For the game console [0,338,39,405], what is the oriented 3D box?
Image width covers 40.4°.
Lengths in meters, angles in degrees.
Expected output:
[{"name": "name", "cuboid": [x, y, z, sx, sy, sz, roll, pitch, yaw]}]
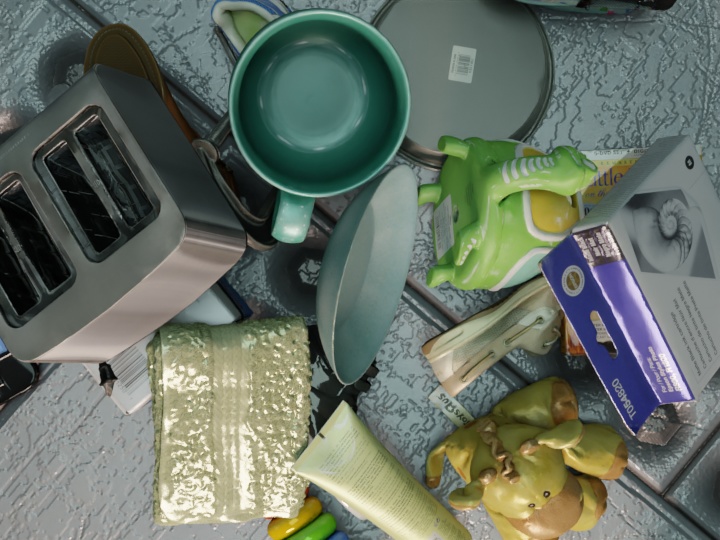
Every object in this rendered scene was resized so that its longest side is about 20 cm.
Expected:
[{"name": "game console", "cuboid": [-0.434, 0.063, 0.921, 0.172, 0.119, 0.201, -29, 90, 0]}]

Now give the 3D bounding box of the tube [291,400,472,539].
[{"name": "tube", "cuboid": [0.026, 0.209, 0.916, 0.052, 0.058, 0.200, -30, 119, 31]}]

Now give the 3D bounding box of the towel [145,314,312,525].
[{"name": "towel", "cuboid": [-0.112, 0.136, 0.861, 0.148, 0.036, 0.201, -3, 111, -17]}]

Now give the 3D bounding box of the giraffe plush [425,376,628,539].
[{"name": "giraffe plush", "cuboid": [0.152, 0.179, 0.895, 0.199, 0.162, 0.173, 28, 90, 0]}]

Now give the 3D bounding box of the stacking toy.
[{"name": "stacking toy", "cuboid": [-0.057, 0.253, 0.942, 0.085, 0.085, 0.200, -33, 85, 0]}]

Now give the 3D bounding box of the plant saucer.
[{"name": "plant saucer", "cuboid": [0.000, 0.000, 0.869, 0.039, 0.201, 0.202, 15, 90, 17]}]

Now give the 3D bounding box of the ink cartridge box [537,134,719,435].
[{"name": "ink cartridge box", "cuboid": [0.271, 0.012, 0.879, 0.200, 0.041, 0.200, -42, 111, -27]}]

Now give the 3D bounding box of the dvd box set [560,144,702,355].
[{"name": "dvd box set", "cuboid": [0.266, -0.020, 0.962, 0.146, 0.029, 0.201, -2, 90, 0]}]

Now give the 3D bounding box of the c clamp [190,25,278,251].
[{"name": "c clamp", "cuboid": [-0.112, -0.113, 0.897, 0.027, 0.200, 0.171, -23, 118, 21]}]

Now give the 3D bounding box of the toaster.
[{"name": "toaster", "cuboid": [-0.205, -0.031, 0.761, 0.181, 0.119, 0.200, -36, 78, 13]}]

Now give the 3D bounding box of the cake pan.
[{"name": "cake pan", "cuboid": [0.095, -0.198, 0.961, 0.199, 0.037, 0.201, 0, 90, 0]}]

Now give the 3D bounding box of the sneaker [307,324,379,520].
[{"name": "sneaker", "cuboid": [-0.013, 0.136, 0.943, 0.099, 0.071, 0.201, -28, 91, -2]}]

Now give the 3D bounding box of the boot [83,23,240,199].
[{"name": "boot", "cuboid": [-0.176, -0.122, 0.902, 0.073, 0.155, 0.201, -18, 94, 12]}]

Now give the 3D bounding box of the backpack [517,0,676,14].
[{"name": "backpack", "cuboid": [0.201, -0.328, 0.903, 0.199, 0.151, 0.178, 0, 82, -9]}]

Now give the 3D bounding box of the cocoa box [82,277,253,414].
[{"name": "cocoa box", "cuboid": [-0.217, 0.011, 0.914, 0.133, 0.131, 0.200, -41, 90, 0]}]

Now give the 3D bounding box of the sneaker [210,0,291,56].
[{"name": "sneaker", "cuboid": [-0.066, -0.192, 0.933, 0.200, 0.077, 0.076, 41, 113, 5]}]

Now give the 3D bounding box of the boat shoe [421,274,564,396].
[{"name": "boat shoe", "cuboid": [0.157, 0.050, 0.921, 0.200, 0.072, 0.065, -30, 83, 7]}]

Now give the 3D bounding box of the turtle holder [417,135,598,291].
[{"name": "turtle holder", "cuboid": [0.135, -0.064, 0.895, 0.131, 0.141, 0.186, 1, 132, -15]}]

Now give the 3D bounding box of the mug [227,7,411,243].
[{"name": "mug", "cuboid": [-0.050, -0.137, 0.851, 0.185, 0.114, 0.152, -44, 105, 6]}]
